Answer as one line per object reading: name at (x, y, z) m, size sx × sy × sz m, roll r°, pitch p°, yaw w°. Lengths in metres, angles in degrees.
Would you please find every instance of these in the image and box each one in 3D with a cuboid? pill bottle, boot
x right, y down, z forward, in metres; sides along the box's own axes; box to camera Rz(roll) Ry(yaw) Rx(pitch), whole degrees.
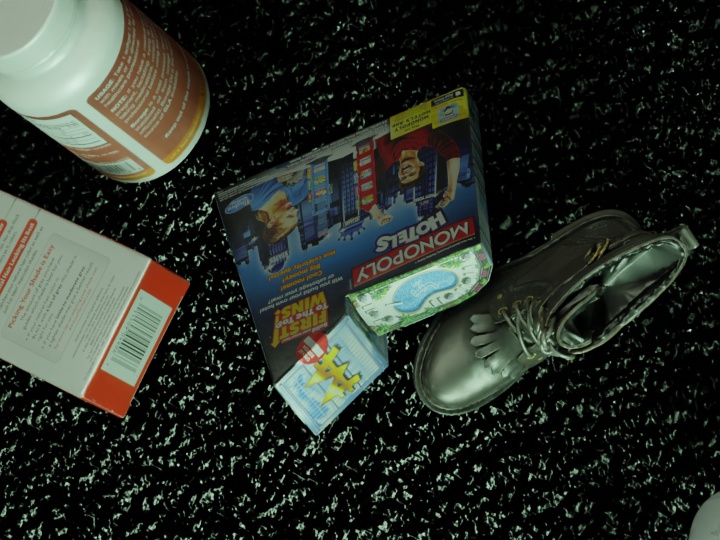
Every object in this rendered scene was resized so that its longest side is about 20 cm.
pill bottle at (-0.198, -0.148, 1.581) m, size 0.111 × 0.200 × 0.113 m, roll -9°, pitch 67°, yaw 22°
boot at (0.113, 0.028, 1.374) m, size 0.200 × 0.174 × 0.069 m, roll -41°, pitch 96°, yaw 5°

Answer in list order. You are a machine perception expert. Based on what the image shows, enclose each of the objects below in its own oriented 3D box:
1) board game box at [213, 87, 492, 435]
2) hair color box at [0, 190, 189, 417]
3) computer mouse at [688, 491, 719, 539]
board game box at (0.000, 0.000, 1.471) m, size 0.199 × 0.062 × 0.201 m, roll -22°, pitch 44°, yaw 19°
hair color box at (-0.234, 0.016, 1.617) m, size 0.199 × 0.064 × 0.112 m, roll 24°, pitch 83°, yaw 30°
computer mouse at (0.284, 0.167, 1.314) m, size 0.198 × 0.044 × 0.111 m, roll 3°, pitch 73°, yaw 27°
